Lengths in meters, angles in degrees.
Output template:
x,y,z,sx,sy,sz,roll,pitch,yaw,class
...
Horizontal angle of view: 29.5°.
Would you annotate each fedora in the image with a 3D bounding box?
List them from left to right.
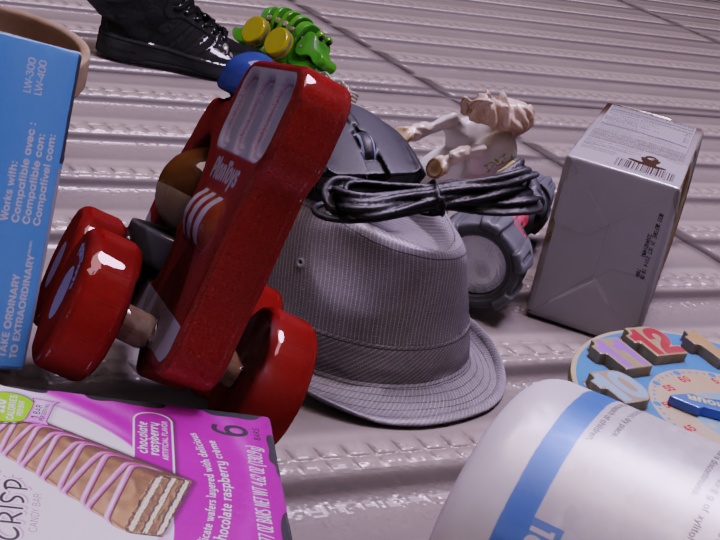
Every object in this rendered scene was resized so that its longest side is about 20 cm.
x,y,z,sx,sy,sz,roll,pitch,yaw,class
0.000,0.000,0.788,0.177,0.090,0.200,-5,28,-38,fedora

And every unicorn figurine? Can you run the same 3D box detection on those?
x,y,z,sx,sy,sz,roll,pitch,yaw,class
0.045,-0.064,0.960,0.200,0.074,0.137,-20,-1,38,unicorn figurine

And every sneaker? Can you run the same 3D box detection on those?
x,y,z,sx,sy,sz,roll,pitch,yaw,class
-0.176,-0.244,1.281,0.200,0.104,0.060,7,21,-15,sneaker

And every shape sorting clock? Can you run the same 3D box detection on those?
x,y,z,sx,sy,sz,roll,pitch,yaw,class
0.215,0.085,0.775,0.200,0.039,0.200,11,21,-4,shape sorting clock

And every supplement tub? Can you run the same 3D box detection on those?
x,y,z,sx,sy,sz,roll,pitch,yaw,class
0.128,0.132,0.477,0.200,0.132,0.132,22,23,23,supplement tub

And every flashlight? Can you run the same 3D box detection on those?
x,y,z,sx,sy,sz,roll,pitch,yaw,class
0.100,-0.030,0.959,0.068,0.068,0.200,21,23,11,flashlight

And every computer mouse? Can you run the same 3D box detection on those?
x,y,z,sx,sy,sz,roll,pitch,yaw,class
0.022,-0.069,0.779,0.140,0.046,0.200,-2,15,-16,computer mouse

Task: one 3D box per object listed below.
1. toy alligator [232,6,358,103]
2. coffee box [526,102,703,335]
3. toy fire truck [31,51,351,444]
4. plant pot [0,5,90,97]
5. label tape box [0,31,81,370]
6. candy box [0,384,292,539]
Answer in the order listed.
x,y,z,sx,sy,sz,roll,pitch,yaw,class
-0.055,-0.220,1.336,0.200,0.054,0.059,33,3,42,toy alligator
0.185,-0.040,0.970,0.080,0.114,0.200,18,20,12,coffee box
-0.069,-0.021,0.640,0.112,0.168,0.200,26,3,-17,toy fire truck
-0.288,-0.121,0.921,0.201,0.093,0.201,11,20,-4,plant pot
-0.169,-0.032,0.617,0.066,0.143,0.200,10,1,-17,label tape box
-0.129,0.098,0.506,0.200,0.061,0.136,8,21,-13,candy box
